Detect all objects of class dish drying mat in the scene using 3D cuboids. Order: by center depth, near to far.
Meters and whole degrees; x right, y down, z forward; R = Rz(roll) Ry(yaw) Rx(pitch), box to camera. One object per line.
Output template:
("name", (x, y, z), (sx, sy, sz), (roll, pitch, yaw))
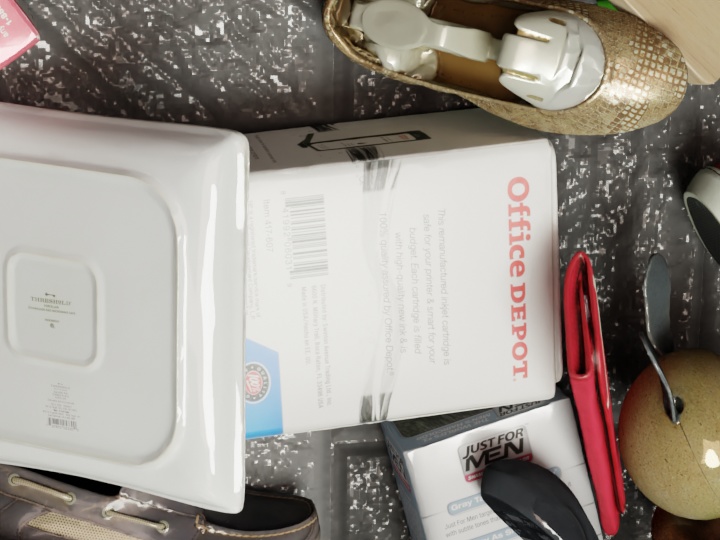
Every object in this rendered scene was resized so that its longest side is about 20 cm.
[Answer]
("dish drying mat", (0.128, 0.071, 1.211), (0.018, 0.077, 0.200), (-7, 150, 8))

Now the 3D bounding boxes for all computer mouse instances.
("computer mouse", (0.139, 0.166, 1.229), (0.200, 0.059, 0.034), (45, 74, -24))

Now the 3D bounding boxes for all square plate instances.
("square plate", (-0.149, 0.017, 1.145), (0.199, 0.028, 0.200), (9, 106, 25))

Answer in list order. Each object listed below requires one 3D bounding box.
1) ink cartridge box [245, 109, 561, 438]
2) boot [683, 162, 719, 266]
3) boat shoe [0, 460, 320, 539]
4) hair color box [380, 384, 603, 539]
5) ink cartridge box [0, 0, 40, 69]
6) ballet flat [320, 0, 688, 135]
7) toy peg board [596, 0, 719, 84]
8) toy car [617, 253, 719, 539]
("ink cartridge box", (0.000, 0.000, 1.201), (0.199, 0.084, 0.147), (-6, 109, -12))
("boot", (0.284, -0.024, 1.278), (0.144, 0.072, 0.200), (-44, 120, 3))
("boat shoe", (-0.117, 0.130, 1.230), (0.199, 0.075, 0.074), (1, 108, -15))
("hair color box", (0.086, 0.165, 1.275), (0.098, 0.061, 0.201), (-18, 111, -8))
("ink cartridge box", (-0.280, -0.118, 1.105), (0.200, 0.083, 0.147), (-36, 112, 0))
("ballet flat", (0.066, -0.111, 1.144), (0.199, 0.065, 0.071), (12, 97, 22))
("toy peg board", (0.153, -0.238, 1.177), (0.200, 0.098, 0.200), (42, 79, -22))
("toy car", (0.205, 0.089, 1.210), (0.157, 0.165, 0.201), (-25, 111, 19))
